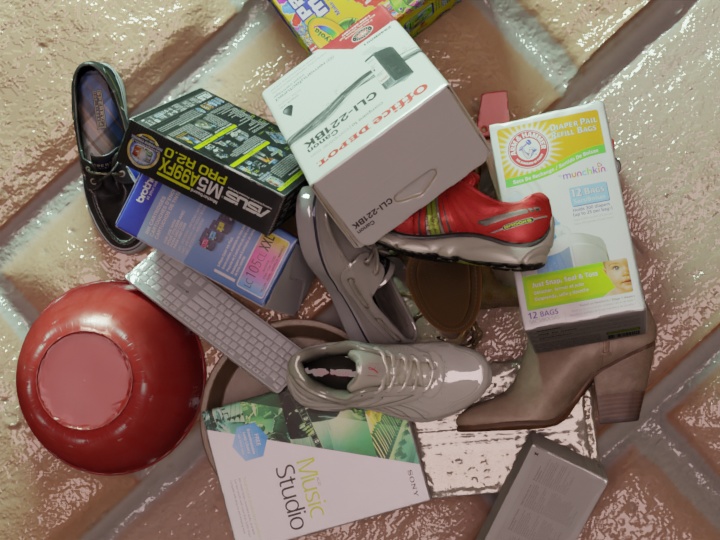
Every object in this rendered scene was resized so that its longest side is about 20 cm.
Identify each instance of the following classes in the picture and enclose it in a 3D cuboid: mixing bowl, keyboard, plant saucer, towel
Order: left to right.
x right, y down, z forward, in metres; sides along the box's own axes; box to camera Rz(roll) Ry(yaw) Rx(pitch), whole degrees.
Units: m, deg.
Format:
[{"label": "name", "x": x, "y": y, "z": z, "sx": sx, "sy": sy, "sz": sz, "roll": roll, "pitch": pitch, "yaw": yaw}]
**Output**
[{"label": "mixing bowl", "x": -0.261, "y": 0.107, "z": 1.315, "sx": 0.199, "sy": 0.108, "sz": 0.202, "roll": 0, "pitch": 87, "yaw": 4}, {"label": "keyboard", "x": -0.142, "y": 0.047, "z": 1.325, "sx": 0.199, "sy": 0.011, "sz": 0.056, "roll": 36, "pitch": 61, "yaw": 13}, {"label": "plant saucer", "x": -0.062, "y": 0.149, "z": 1.340, "sx": 0.198, "sy": 0.029, "sz": 0.202, "roll": 0, "pitch": 88, "yaw": 3}, {"label": "towel", "x": 0.137, "y": 0.155, "z": 1.326, "sx": 0.198, "sy": 0.034, "sz": 0.134, "roll": -5, "pitch": 86, "yaw": 4}]

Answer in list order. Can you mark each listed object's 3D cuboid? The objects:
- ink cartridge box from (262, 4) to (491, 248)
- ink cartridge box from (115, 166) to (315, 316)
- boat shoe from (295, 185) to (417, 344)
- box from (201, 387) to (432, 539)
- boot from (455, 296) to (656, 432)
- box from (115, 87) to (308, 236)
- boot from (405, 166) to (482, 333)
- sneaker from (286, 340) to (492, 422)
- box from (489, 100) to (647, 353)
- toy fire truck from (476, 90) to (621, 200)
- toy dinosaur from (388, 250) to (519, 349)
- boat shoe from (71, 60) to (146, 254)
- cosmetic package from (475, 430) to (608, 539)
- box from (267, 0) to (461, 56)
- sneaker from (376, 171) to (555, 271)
[{"label": "ink cartridge box", "x": 0.010, "y": -0.131, "z": 1.172, "sx": 0.144, "sy": 0.200, "sz": 0.084, "roll": -36, "pitch": 125, "yaw": 5}, {"label": "ink cartridge box", "x": -0.146, "y": -0.036, "z": 1.292, "sx": 0.199, "sy": 0.136, "sz": 0.077, "roll": 26, "pitch": 89, "yaw": 11}, {"label": "boat shoe", "x": 0.000, "y": 0.000, "z": 1.259, "sx": 0.065, "sy": 0.072, "sz": 0.201, "roll": -7, "pitch": 125, "yaw": 24}, {"label": "box", "x": -0.043, "y": 0.182, "z": 1.304, "sx": 0.199, "sy": 0.036, "sz": 0.145, "roll": -16, "pitch": 85, "yaw": 2}, {"label": "boot", "x": 0.185, "y": 0.077, "z": 1.277, "sx": 0.198, "sy": 0.070, "sz": 0.147, "roll": -5, "pitch": 85, "yaw": 0}, {"label": "box", "x": -0.123, "y": -0.108, "z": 1.269, "sx": 0.159, "sy": 0.200, "sz": 0.044, "roll": 27, "pitch": 110, "yaw": 3}, {"label": "boot", "x": 0.091, "y": -0.056, "z": 1.287, "sx": 0.073, "sy": 0.155, "sz": 0.201, "roll": -4, "pitch": 111, "yaw": 18}, {"label": "sneaker", "x": 0.024, "y": 0.101, "z": 1.237, "sx": 0.198, "sy": 0.099, "sz": 0.079, "roll": -3, "pitch": 80, "yaw": 5}, {"label": "box", "x": 0.191, "y": -0.038, "z": 1.223, "sx": 0.112, "sy": 0.101, "sz": 0.201, "roll": -10, "pitch": 73, "yaw": 10}, {"label": "toy fire truck", "x": 0.188, "y": -0.079, "z": 1.325, "sx": 0.140, "sy": 0.049, "sz": 0.202, "roll": -3, "pitch": 89, "yaw": 5}, {"label": "toy dinosaur", "x": 0.108, "y": 0.027, "z": 1.321, "sx": 0.199, "sy": 0.058, "sz": 0.102, "roll": 18, "pitch": 87, "yaw": 4}, {"label": "boat shoe", "x": -0.255, "y": -0.117, "z": 1.344, "sx": 0.069, "sy": 0.066, "sz": 0.202, "roll": -8, "pitch": 87, "yaw": 3}, {"label": "cosmetic package", "x": 0.158, "y": 0.264, "z": 1.289, "sx": 0.082, "sy": 0.051, "sz": 0.201, "roll": 25, "pitch": 102, "yaw": -2}, {"label": "box", "x": -0.010, "y": -0.318, "z": 1.313, "sx": 0.192, "sy": 0.122, "sz": 0.200, "roll": -38, "pitch": 86, "yaw": 2}, {"label": "sneaker", "x": 0.077, "y": -0.050, "z": 1.176, "sx": 0.199, "sy": 0.077, "sz": 0.086, "roll": 9, "pitch": 86, "yaw": 20}]
